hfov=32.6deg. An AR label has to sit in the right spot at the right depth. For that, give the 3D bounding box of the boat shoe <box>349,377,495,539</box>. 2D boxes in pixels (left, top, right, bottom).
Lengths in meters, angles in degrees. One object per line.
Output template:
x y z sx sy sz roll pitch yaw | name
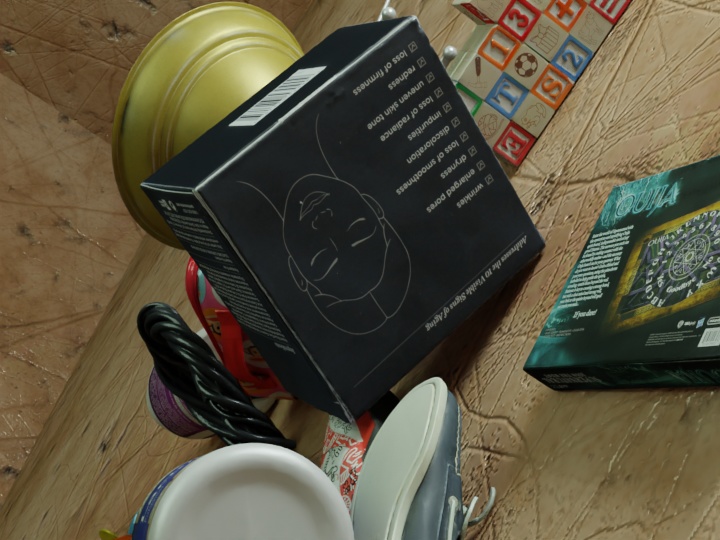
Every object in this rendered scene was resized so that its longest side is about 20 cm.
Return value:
0.034 0.154 0.723 0.075 0.062 0.201 -42 23 40 | boat shoe

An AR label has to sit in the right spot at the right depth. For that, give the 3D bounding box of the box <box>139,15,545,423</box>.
-0.009 -0.039 0.866 0.200 0.197 0.124 -40 21 -18 | box

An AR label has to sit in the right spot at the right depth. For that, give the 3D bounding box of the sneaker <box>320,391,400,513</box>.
-0.012 0.142 0.888 0.108 0.067 0.201 -53 17 7 | sneaker

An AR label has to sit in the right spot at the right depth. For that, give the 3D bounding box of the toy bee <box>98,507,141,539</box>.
-0.158 0.260 1.080 0.131 0.199 0.109 33 123 47 | toy bee

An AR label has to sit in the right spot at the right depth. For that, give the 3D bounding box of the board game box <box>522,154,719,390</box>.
0.171 0.000 0.663 0.136 0.028 0.200 -61 14 -14 | board game box

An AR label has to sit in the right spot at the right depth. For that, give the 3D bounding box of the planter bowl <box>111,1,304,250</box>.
-0.085 -0.099 0.948 0.083 0.200 0.201 23 79 42 | planter bowl

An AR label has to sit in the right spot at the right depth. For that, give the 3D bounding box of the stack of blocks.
0.136 -0.204 1.035 0.201 0.115 0.059 -56 14 5 | stack of blocks

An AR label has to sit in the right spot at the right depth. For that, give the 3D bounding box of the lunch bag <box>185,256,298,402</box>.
-0.092 0.030 1.171 0.081 0.201 0.177 1 49 20 | lunch bag

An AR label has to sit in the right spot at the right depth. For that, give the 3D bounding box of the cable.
-0.129 0.110 1.080 0.051 0.200 0.163 -41 2 -11 | cable

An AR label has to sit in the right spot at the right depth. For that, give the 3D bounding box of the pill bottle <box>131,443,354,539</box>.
-0.080 0.169 0.749 0.116 0.115 0.200 -62 7 -17 | pill bottle

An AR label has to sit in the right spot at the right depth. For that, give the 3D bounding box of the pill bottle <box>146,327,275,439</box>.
-0.170 0.126 1.352 0.200 0.112 0.113 -28 32 61 | pill bottle

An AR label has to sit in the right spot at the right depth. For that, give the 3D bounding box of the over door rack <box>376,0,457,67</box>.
0.075 -0.204 1.171 0.067 0.147 0.201 -46 19 42 | over door rack
